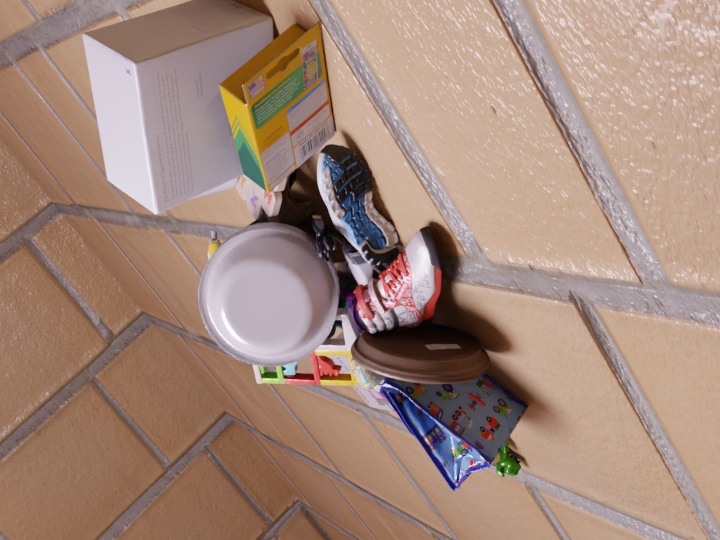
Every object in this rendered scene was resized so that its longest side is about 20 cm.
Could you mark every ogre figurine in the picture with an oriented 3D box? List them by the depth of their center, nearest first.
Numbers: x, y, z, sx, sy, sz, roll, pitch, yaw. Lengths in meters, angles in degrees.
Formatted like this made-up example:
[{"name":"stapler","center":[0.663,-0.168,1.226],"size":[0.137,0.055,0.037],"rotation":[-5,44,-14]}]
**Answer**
[{"name":"ogre figurine","center":[0.160,0.283,1.569],"size":[0.120,0.198,0.099],"rotation":[-155,69,-66]}]

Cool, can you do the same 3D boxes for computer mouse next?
[{"name":"computer mouse","center":[0.000,0.000,1.351],"size":[0.200,0.044,0.110],"rotation":[38,-171,-29]}]

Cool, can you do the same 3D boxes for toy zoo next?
[{"name":"toy zoo","center":[-0.075,0.117,1.444],"size":[0.198,0.021,0.132],"rotation":[0,120,14]}]

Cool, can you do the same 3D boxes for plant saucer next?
[{"name":"plant saucer","center":[0.085,0.110,1.326],"size":[0.199,0.199,0.030],"rotation":[22,112,48]}]

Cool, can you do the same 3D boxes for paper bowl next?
[{"name":"paper bowl","center":[-0.130,0.038,1.338],"size":[0.201,0.200,0.104],"rotation":[49,-172,-9]}]

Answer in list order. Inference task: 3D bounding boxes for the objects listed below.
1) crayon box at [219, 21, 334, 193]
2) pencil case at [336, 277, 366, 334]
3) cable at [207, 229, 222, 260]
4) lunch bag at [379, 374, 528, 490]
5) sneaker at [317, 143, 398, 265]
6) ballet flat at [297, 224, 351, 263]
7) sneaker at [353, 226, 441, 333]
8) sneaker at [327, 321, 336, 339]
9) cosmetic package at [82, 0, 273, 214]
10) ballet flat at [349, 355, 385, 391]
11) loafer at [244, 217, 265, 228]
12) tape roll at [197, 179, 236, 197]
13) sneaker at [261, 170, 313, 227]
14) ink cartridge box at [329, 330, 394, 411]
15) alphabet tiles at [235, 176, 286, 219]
[{"name":"crayon box","center":[-0.098,-0.202,1.137],"size":[0.051,0.126,0.201],"rotation":[37,158,23]},{"name":"pencil case","center":[-0.030,0.052,1.547],"size":[0.092,0.085,0.199],"rotation":[40,165,-30]},{"name":"cable","center":[-0.209,0.039,1.483],"size":[0.097,0.050,0.201],"rotation":[77,-175,-60]},{"name":"lunch bag","center":[0.123,0.186,1.369],"size":[0.200,0.150,0.094],"rotation":[46,129,3]},{"name":"sneaker","center":[-0.022,-0.093,1.280],"size":[0.086,0.075,0.201],"rotation":[34,157,44]},{"name":"ballet flat","center":[-0.087,-0.039,1.518],"size":[0.199,0.063,0.069],"rotation":[20,146,50]},{"name":"sneaker","center":[0.047,0.021,1.269],"size":[0.202,0.107,0.068],"rotation":[91,167,-58]},{"name":"sneaker","center":[-0.117,0.043,1.499],"size":[0.202,0.077,0.147],"rotation":[28,134,34]},{"name":"cosmetic package","center":[-0.217,-0.211,1.176],"size":[0.123,0.199,0.201],"rotation":[30,135,35]},{"name":"ballet flat","center":[0.059,0.153,1.433],"size":[0.070,0.071,0.199],"rotation":[31,-163,35]},{"name":"loafer","center":[-0.146,-0.065,1.462],"size":[0.201,0.072,0.073],"rotation":[-104,17,-57]},{"name":"tape roll","center":[-0.250,-0.210,1.399],"size":[0.202,0.070,0.204],"rotation":[43,143,46]},{"name":"sneaker","center":[-0.138,-0.146,1.429],"size":[0.071,0.075,0.201],"rotation":[89,156,-68]},{"name":"ink cartridge box","center":[0.039,0.166,1.626],"size":[0.145,0.085,0.200],"rotation":[51,161,-13]},{"name":"alphabet tiles","center":[-0.160,-0.176,1.342],"size":[0.201,0.014,0.196],"rotation":[57,147,29]}]
